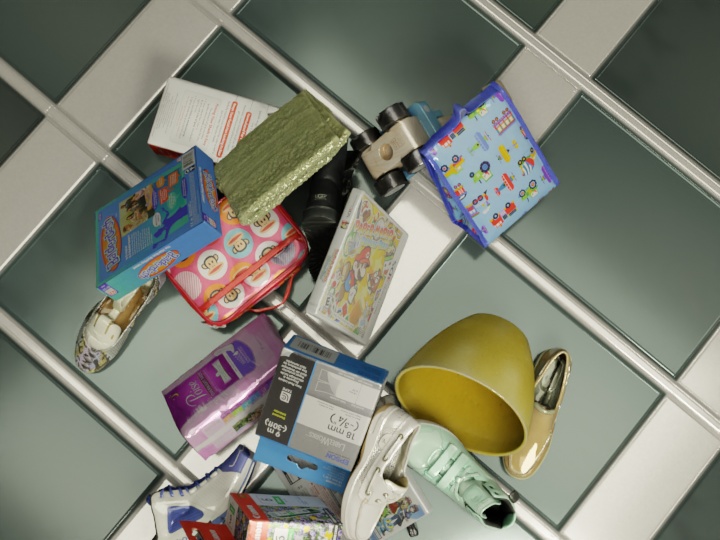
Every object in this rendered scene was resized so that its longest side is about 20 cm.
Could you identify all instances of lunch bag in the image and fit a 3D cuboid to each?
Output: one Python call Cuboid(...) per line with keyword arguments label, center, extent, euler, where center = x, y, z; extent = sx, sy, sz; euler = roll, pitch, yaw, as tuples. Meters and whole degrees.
Cuboid(label="lunch bag", center=(-0.177, -0.013, 1.536), extent=(0.200, 0.082, 0.176), euler=(-39, 88, -4))
Cuboid(label="lunch bag", center=(0.176, -0.160, 1.494), extent=(0.150, 0.200, 0.094), euler=(-40, 42, -6))

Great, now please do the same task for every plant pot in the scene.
Cuboid(label="plant pot", center=(0.167, 0.146, 1.474), extent=(0.199, 0.200, 0.142), euler=(29, 57, 4))

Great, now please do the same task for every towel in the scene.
Cuboid(label="towel", center=(-0.116, -0.161, 1.473), extent=(0.200, 0.036, 0.149), euler=(-40, 45, 2))

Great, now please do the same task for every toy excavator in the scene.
Cuboid(label="toy excavator", center=(0.111, -0.212, 1.560), extent=(0.194, 0.200, 0.100), euler=(-37, 82, 39))

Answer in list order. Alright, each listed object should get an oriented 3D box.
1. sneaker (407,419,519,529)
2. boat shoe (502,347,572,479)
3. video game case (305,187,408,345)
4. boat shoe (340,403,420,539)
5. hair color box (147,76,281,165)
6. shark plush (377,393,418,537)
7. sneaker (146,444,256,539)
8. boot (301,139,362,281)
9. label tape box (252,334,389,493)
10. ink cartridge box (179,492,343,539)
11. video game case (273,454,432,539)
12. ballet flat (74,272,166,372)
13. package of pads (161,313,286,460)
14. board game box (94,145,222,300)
Cuboid(label="sneaker", center=(0.138, 0.283, 1.439), extent=(0.200, 0.118, 0.074), euler=(38, 89, -19))
Cuboid(label="boat shoe", center=(0.257, 0.206, 1.507), extent=(0.071, 0.076, 0.201), euler=(17, 82, 2))
Cuboid(label="video game case", center=(0.000, 0.000, 1.476), extent=(0.023, 0.200, 0.183), euler=(17, 81, 25))
Cuboid(label="boat shoe", center=(0.030, 0.283, 1.394), extent=(0.069, 0.071, 0.201), euler=(25, 107, 32))
Cuboid(label="hair color box", center=(-0.207, -0.209, 1.569), extent=(0.199, 0.064, 0.112), euler=(16, 83, 3))
Cuboid(label="shark plush", center=(0.055, 0.281, 1.499), extent=(0.083, 0.091, 0.201), euler=(-12, 71, -43))
Cuboid(label="sneaker", center=(-0.239, 0.327, 1.482), extent=(0.115, 0.081, 0.200), euler=(32, 84, 2))
Cuboid(label="boot", center=(-0.034, -0.090, 1.520), extent=(0.076, 0.201, 0.169), euler=(2, 56, 12))
Cuboid(label="label tape box", center=(-0.062, 0.209, 1.415), extent=(0.143, 0.063, 0.201), euler=(20, 106, 4))
Cuboid(label="ink cartridge box", center=(-0.135, 0.341, 1.402), extent=(0.199, 0.109, 0.051), euler=(9, 95, -22))
Cuboid(label="video game case", center=(-0.021, 0.296, 1.476), extent=(0.182, 0.022, 0.201), euler=(-36, 82, 25))
Cuboid(label="ballet flat", center=(-0.361, 0.059, 1.526), extent=(0.072, 0.072, 0.201), euler=(34, 83, 4))
Cuboid(label="package of pads", center=(-0.180, 0.164, 1.487), extent=(0.200, 0.076, 0.121), euler=(-37, 41, -6))
Cuboid(label="board game box", center=(-0.293, -0.068, 1.485), extent=(0.199, 0.045, 0.153), euler=(-29, 49, 20))
